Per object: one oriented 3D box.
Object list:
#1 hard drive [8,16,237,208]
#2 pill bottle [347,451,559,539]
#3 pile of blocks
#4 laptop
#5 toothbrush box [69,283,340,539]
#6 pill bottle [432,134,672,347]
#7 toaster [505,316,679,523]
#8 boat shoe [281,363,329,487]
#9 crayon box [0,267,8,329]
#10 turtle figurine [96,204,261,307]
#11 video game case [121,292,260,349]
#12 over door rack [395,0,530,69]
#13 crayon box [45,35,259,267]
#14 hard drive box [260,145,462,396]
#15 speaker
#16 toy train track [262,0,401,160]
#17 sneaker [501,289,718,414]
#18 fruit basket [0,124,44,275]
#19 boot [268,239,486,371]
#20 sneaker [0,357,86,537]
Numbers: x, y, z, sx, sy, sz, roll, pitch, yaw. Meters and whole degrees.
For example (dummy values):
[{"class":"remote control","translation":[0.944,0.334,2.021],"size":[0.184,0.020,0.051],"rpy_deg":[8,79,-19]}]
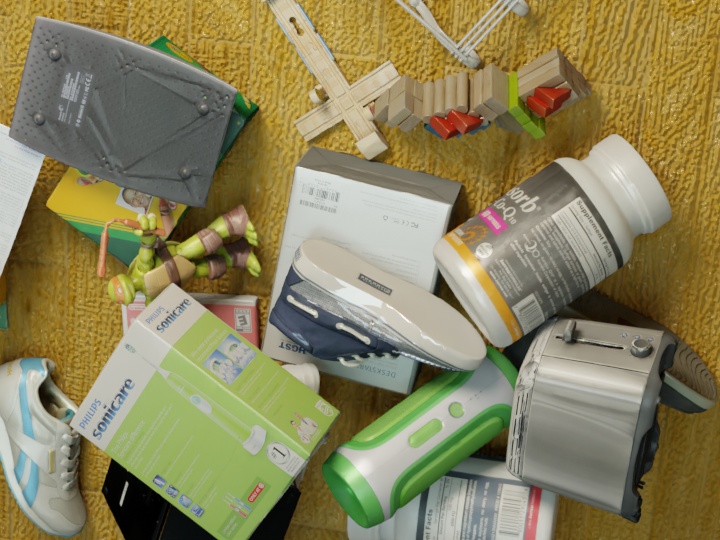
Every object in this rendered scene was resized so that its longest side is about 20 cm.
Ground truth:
[{"class":"hard drive","translation":[-0.218,-0.150,1.532],"size":[0.199,0.042,0.136],"rpy_deg":[20,112,4]},{"class":"pill bottle","translation":[0.093,0.236,1.626],"size":[0.198,0.120,0.121],"rpy_deg":[7,111,10]},{"class":"pile of blocks","translation":[0.111,-0.140,1.503],"size":[0.198,0.062,0.082],"rpy_deg":[-8,137,14]},{"class":"laptop","translation":[-0.168,0.224,1.679],"size":[0.103,0.200,0.178],"rpy_deg":[-2,128,-33]},{"class":"toothbrush box","translation":[-0.144,0.136,1.518],"size":[0.199,0.086,0.146],"rpy_deg":[36,121,1]},{"class":"pill bottle","translation":[0.174,-0.029,1.492],"size":[0.199,0.116,0.117],"rpy_deg":[-35,100,-3]},{"class":"toaster","translation":[0.208,0.134,1.503],"size":[0.128,0.114,0.201],"rpy_deg":[15,130,16]},{"class":"boat shoe","translation":[-0.062,0.160,1.628],"size":[0.065,0.074,0.201],"rpy_deg":[-15,149,-10]},{"class":"crayon box","translation":[-0.428,-0.031,1.677],"size":[0.125,0.052,0.202],"rpy_deg":[5,110,10]},{"class":"turtle figurine","translation":[-0.178,0.005,1.583],"size":[0.160,0.064,0.201],"rpy_deg":[-22,131,-18]},{"class":"video game case","translation":[-0.170,0.119,1.694],"size":[0.142,0.017,0.202],"rpy_deg":[2,110,11]},{"class":"over door rack","translation":[0.075,-0.293,1.462],"size":[0.199,0.067,0.148],"rpy_deg":[34,114,-24]},{"class":"crayon box","translation":[-0.202,-0.111,1.598],"size":[0.118,0.058,0.200],"rpy_deg":[36,112,-2]},{"class":"hard drive box","translation":[0.000,0.000,1.585],"size":[0.155,0.077,0.201],"rpy_deg":[15,111,6]},{"class":"speaker","translation":[0.063,0.155,1.557],"size":[0.199,0.088,0.089],"rpy_deg":[-35,102,-19]},{"class":"toy train track","translation":[-0.038,-0.191,1.549],"size":[0.114,0.033,0.201],"rpy_deg":[-30,100,20]},{"class":"sneaker","translation":[0.237,0.094,1.580],"size":[0.199,0.075,0.107],"rpy_deg":[32,123,2]},{"class":"fruit basket","translation":[-0.416,-0.066,1.602],"size":[0.184,0.094,0.201],"rpy_deg":[23,96,3]},{"class":"boot","translation":[0.015,0.056,1.531],"size":[0.199,0.073,0.091],"rpy_deg":[31,121,7]},{"class":"sneaker","translation":[-0.326,0.187,1.720],"size":[0.080,0.077,0.201],"rpy_deg":[-16,107,14]}]
